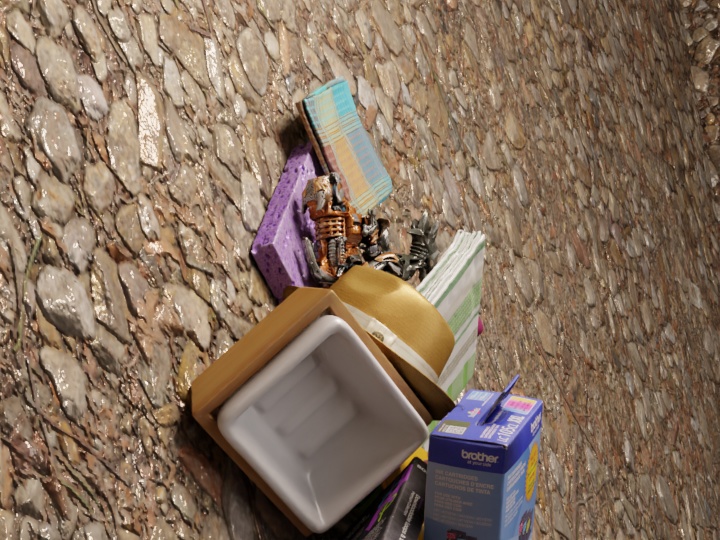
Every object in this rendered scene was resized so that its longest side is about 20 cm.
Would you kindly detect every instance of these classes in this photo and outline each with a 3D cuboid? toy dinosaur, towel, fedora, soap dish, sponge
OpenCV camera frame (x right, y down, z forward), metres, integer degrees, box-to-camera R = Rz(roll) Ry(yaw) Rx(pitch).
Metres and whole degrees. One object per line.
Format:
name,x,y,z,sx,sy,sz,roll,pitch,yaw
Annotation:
toy dinosaur,0.000,0.000,1.704,0.135,0.102,0.201,-22,116,-43
towel,0.080,0.073,1.750,0.149,0.031,0.201,-48,149,-45
towel,-0.015,-0.131,1.845,0.147,0.022,0.200,66,14,-7
fedora,0.023,0.057,1.593,0.082,0.200,0.201,-53,135,-15
soap dish,-0.044,0.120,1.493,0.081,0.157,0.200,42,-8,49
sponge,-0.054,-0.035,1.726,0.112,0.030,0.200,62,25,-27

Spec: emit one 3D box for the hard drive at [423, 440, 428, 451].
hard drive,0.073,0.149,1.906,0.132,0.025,0.201,-27,100,-67

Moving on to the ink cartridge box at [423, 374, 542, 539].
ink cartridge box,0.109,0.193,1.528,0.136,0.076,0.201,-36,129,-66

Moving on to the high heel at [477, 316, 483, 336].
high heel,0.060,0.080,1.811,0.199,0.067,0.097,9,60,-37

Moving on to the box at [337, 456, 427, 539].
box,0.000,0.266,1.506,0.036,0.143,0.200,37,30,-6

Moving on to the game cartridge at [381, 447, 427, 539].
game cartridge,0.076,0.262,1.686,0.176,0.032,0.201,42,22,-56

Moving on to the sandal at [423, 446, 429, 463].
sandal,0.088,0.200,1.700,0.203,0.050,0.083,64,17,-65

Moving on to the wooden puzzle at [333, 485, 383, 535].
wooden puzzle,0.001,0.181,1.701,0.185,0.037,0.201,45,36,-49
